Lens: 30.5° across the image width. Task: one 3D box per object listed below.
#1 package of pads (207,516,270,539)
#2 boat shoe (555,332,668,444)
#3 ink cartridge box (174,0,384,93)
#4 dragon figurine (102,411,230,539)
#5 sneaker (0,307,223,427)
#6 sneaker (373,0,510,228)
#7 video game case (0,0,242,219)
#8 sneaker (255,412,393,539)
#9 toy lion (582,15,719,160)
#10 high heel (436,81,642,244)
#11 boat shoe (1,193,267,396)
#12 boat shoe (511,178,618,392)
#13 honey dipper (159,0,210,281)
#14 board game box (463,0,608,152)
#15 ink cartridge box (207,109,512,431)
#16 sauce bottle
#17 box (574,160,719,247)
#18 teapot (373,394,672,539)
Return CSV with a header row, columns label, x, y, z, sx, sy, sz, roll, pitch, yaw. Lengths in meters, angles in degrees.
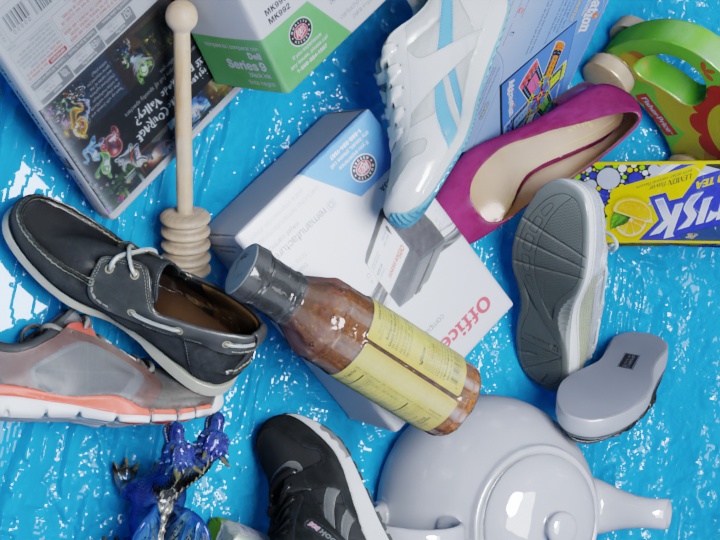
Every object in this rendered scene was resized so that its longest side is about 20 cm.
label,x,y,z,sx,sy,sz,roll,pitch,yaw
package of pads,-0.074,0.306,0.990,0.154,0.068,0.202,26,79,-26
boat shoe,0.215,0.108,1.106,0.200,0.068,0.057,-29,127,-58
ink cartridge box,-0.071,-0.248,0.913,0.146,0.084,0.201,-47,131,-26
dragon figurine,-0.143,0.192,0.932,0.058,0.099,0.202,12,90,-27
sneaker,-0.186,0.066,0.926,0.198,0.077,0.083,7,78,-31
sneaker,0.045,-0.125,0.962,0.080,0.077,0.202,20,70,-6
video game case,-0.157,-0.169,0.925,0.200,0.023,0.183,-50,132,-25
sneaker,-0.037,0.186,0.948,0.087,0.201,0.076,-7,138,-38
toy lion,0.312,-0.135,1.125,0.200,0.191,0.069,46,71,-20
high heel,0.133,-0.079,1.057,0.200,0.096,0.067,-45,110,3
boat shoe,-0.156,0.004,0.923,0.199,0.068,0.072,36,44,-7
boat shoe,0.172,0.007,1.090,0.065,0.074,0.204,-32,134,-35
honey dipper,-0.124,-0.091,0.937,0.038,0.038,0.202,-9,116,-28
board game box,0.137,-0.180,1.053,0.102,0.020,0.201,-4,133,-31
ink cartridge box,0.000,0.000,1.015,0.145,0.084,0.201,-45,110,-17
sauce bottle,-0.005,0.047,0.935,0.199,0.066,0.066,35,75,-23
box,0.261,-0.055,1.098,0.064,0.198,0.071,2,89,-67
teapot,0.114,0.194,1.047,0.200,0.146,0.198,-47,110,-19
